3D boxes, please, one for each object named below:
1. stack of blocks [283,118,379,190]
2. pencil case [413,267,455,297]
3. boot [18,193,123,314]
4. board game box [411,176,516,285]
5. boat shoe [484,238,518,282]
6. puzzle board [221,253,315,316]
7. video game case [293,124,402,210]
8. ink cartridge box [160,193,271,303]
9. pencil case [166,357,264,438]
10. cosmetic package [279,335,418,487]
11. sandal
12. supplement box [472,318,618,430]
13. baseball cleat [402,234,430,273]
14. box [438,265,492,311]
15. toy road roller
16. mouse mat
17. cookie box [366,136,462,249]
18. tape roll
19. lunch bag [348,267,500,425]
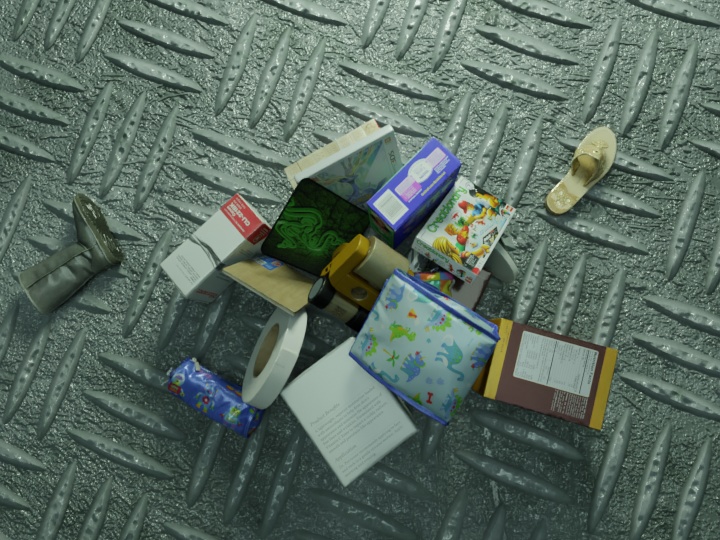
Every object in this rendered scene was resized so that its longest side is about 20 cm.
[{"bbox_3d":[-0.040,-0.201,1.096,0.198,0.115,0.059,-29,72,0],"label":"stack of blocks"},{"bbox_3d":[0.138,0.094,1.003,0.087,0.088,0.203,-5,87,3],"label":"pencil case"},{"bbox_3d":[-0.611,-0.036,1.145,0.198,0.073,0.184,-30,81,7],"label":"boot"},{"bbox_3d":[0.193,-0.078,1.019,0.125,0.035,0.201,32,53,9],"label":"board game box"},{"bbox_3d":[0.248,-0.069,1.091,0.063,0.071,0.201,-35,82,-25],"label":"boat shoe"},{"bbox_3d":[-0.155,0.023,1.045,0.149,0.200,0.018,30,105,6],"label":"puzzle board"},{"bbox_3d":[-0.011,-0.169,1.065,0.198,0.183,0.022,-28,61,0],"label":"video game case"},{"bbox_3d":[-0.267,-0.037,1.080,0.200,0.144,0.084,-44,82,-3],"label":"ink cartridge box"},{"bbox_3d":[-0.279,0.242,1.083,0.198,0.078,0.088,29,109,5],"label":"pencil case"},{"bbox_3d":[-0.018,0.248,1.025,0.164,0.165,0.201,-35,84,-2],"label":"cosmetic package"},{"bbox_3d":[0.448,-0.202,1.095,0.077,0.070,0.213,38,87,6],"label":"sandal"},{"bbox_3d":[0.315,0.178,0.997,0.197,0.197,0.135,15,85,5],"label":"supplement box"},{"bbox_3d":[0.117,-0.005,1.086,0.200,0.070,0.107,-41,60,8],"label":"baseball cleat"},{"bbox_3d":[0.168,0.074,1.081,0.099,0.075,0.202,26,84,5],"label":"box"},{"bbox_3d":[0.000,0.000,1.025,0.122,0.147,0.200,33,129,-20],"label":"toy road roller"},{"bbox_3d":[-0.078,-0.071,1.054,0.162,0.199,0.008,-57,44,9],"label":"mouse mat"},{"bbox_3d":[0.097,-0.136,1.043,0.171,0.200,0.075,-45,82,-3],"label":"cookie box"},{"bbox_3d":[-0.160,0.154,1.027,0.037,0.202,0.205,27,86,-19],"label":"tape roll"},{"bbox_3d":[0.100,0.117,0.904,0.198,0.127,0.172,30,99,6],"label":"lunch bag"}]
